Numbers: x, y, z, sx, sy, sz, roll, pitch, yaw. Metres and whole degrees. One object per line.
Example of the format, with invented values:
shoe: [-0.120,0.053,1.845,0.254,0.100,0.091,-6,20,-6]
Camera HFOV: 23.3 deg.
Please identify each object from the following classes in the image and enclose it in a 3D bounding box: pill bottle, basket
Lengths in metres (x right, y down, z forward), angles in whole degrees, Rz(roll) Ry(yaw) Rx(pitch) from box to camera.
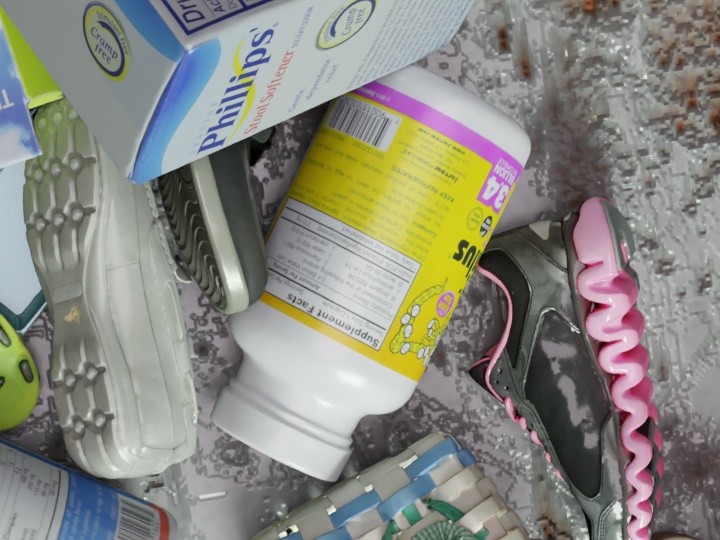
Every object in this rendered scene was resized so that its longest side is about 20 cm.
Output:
pill bottle: [0.000,0.000,0.881,0.104,0.104,0.201,27,90,-9]
basket: [0.032,0.199,0.879,0.175,0.139,0.201,-30,88,-6]
pill bottle: [-0.196,0.131,0.840,0.199,0.112,0.113,26,89,-19]

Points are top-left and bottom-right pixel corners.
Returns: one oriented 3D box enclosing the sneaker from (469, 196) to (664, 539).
sneaker: [0.108,0.066,0.928,0.094,0.079,0.202,-8,94,14]

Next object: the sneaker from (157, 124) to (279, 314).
sneaker: [-0.048,-0.084,0.852,0.105,0.075,0.202,-10,79,-19]

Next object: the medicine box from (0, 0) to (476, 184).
medicine box: [-0.063,-0.167,0.786,0.199,0.103,0.183,-27,72,-33]

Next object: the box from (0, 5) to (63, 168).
box: [-0.226,-0.137,0.844,0.121,0.048,0.202,-17,95,18]

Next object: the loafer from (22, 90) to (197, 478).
loafer: [-0.121,0.002,0.872,0.069,0.069,0.202,-5,87,-48]

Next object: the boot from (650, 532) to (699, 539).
boot: [0.240,0.211,0.930,0.199,0.107,0.076,25,88,-11]

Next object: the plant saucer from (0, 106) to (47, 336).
plant saucer: [-0.139,-0.065,0.900,0.070,0.019,0.200,39,88,-9]

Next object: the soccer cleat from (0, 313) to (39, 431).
soccer cleat: [-0.244,0.014,0.865,0.199,0.084,0.065,34,89,-30]
